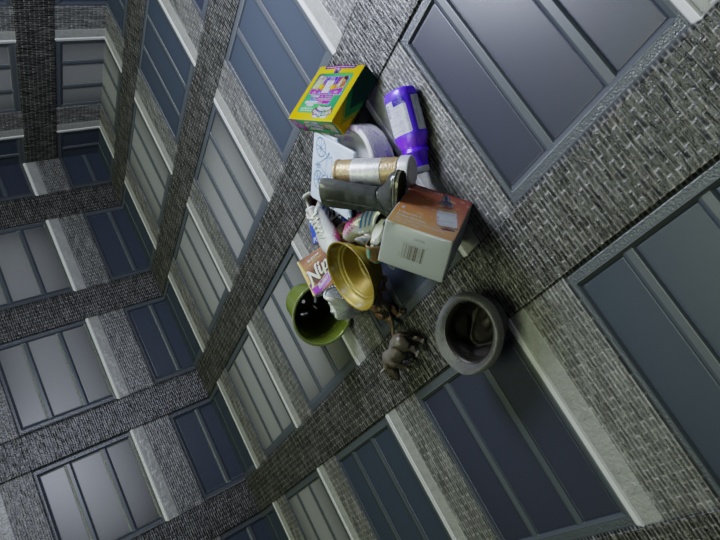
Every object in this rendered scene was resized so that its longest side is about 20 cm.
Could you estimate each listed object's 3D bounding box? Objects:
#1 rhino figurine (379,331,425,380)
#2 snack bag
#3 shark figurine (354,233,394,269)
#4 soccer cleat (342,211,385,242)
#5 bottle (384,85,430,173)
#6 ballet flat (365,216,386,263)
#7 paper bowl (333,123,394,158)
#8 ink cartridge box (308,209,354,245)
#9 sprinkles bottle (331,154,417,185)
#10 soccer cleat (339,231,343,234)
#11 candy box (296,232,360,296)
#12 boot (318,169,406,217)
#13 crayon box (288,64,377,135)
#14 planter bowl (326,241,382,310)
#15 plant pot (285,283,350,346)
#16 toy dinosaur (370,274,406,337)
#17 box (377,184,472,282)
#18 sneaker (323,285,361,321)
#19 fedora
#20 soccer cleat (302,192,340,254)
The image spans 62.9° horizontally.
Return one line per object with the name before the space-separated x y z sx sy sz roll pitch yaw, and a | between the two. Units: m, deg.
rhino figurine | 0.105 0.244 1.643 0.087 0.060 0.201 24 131 2
snack bag | -0.070 -0.253 1.537 0.200 0.021 0.190 36 129 45
shark figurine | 0.103 -0.045 1.521 0.213 0.128 0.090 6 90 25
soccer cleat | 0.021 -0.118 1.580 0.200 0.069 0.087 -40 54 39
bottle | 0.117 -0.328 1.389 0.083 0.065 0.202 -11 96 56
ballet flat | 0.072 -0.111 1.439 0.067 0.201 0.072 24 158 35
paper bowl | 0.012 -0.277 1.520 0.200 0.104 0.203 25 122 49
ink cartridge box | -0.090 -0.154 1.764 0.200 0.044 0.095 -31 68 56
sprinkles bottle | 0.032 -0.232 1.380 0.198 0.068 0.069 2 109 26
soccer cleat | -0.058 -0.012 1.758 0.064 0.083 0.202 18 114 51
candy box | -0.073 -0.023 1.707 0.199 0.056 0.117 -31 78 14
boot | 0.002 -0.186 1.350 0.198 0.073 0.182 20 150 11
crayon box | -0.074 -0.443 1.524 0.199 0.058 0.174 21 79 49
planter bowl | 0.000 0.000 1.579 0.200 0.083 0.202 36 141 36
plant pot | -0.154 0.119 1.894 0.190 0.198 0.202 23 124 63
toy dinosaur | 0.048 0.098 1.673 0.201 0.086 0.135 57 153 -1
box | 0.146 -0.088 1.300 0.151 0.200 0.107 19 126 12
sneaker | -0.054 0.105 1.714 0.087 0.200 0.075 -46 57 7
fedora | 0.270 0.136 1.363 0.177 0.090 0.201 44 131 32
soccer cleat | -0.117 -0.132 1.656 0.070 0.086 0.201 -33 60 26
